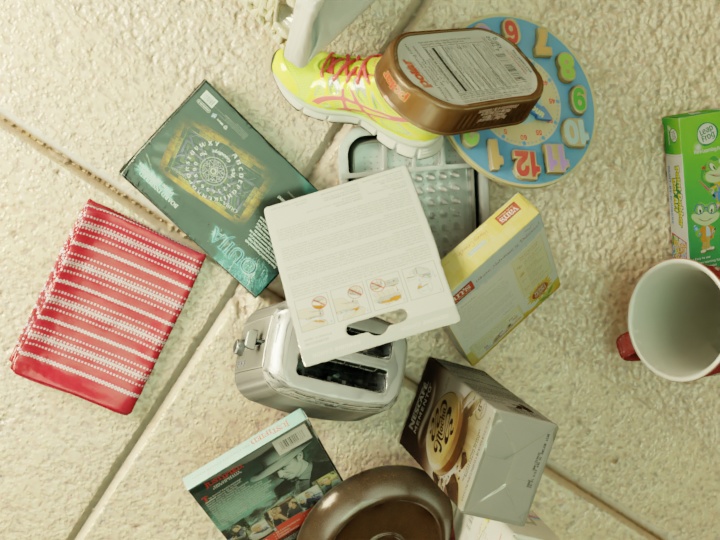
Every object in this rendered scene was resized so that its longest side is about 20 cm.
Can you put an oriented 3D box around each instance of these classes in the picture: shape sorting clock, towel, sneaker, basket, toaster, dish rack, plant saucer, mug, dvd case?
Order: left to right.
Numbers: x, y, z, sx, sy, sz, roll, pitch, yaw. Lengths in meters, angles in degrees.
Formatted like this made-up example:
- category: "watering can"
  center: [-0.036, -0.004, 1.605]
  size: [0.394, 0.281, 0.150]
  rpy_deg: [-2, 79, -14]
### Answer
- category: "towel"
  center: [-0.270, 0.044, 1.121]
  size: [0.144, 0.022, 0.201]
  rpy_deg: [26, 93, -17]
- category: "dvd case"
  center: [-0.092, 0.247, 1.149]
  size: [0.145, 0.022, 0.201]
  rpy_deg: [-30, 137, -6]
- category: "toaster"
  center: [-0.033, 0.099, 1.118]
  size: [0.198, 0.129, 0.115]
  rpy_deg: [15, 76, -14]
- category: "basket"
  center: [-0.029, -0.324, 1.027]
  size: [0.123, 0.136, 0.200]
  rpy_deg: [44, 73, 4]
- category: "sneaker"
  center: [0.004, -0.195, 1.082]
  size: [0.199, 0.091, 0.079]
  rpy_deg: [22, 54, 2]
- category: "plant saucer"
  center: [0.022, 0.317, 1.206]
  size: [0.198, 0.032, 0.202]
  rpy_deg: [-9, 117, -18]
- category: "dish rack"
  center: [0.058, -0.065, 1.166]
  size: [0.170, 0.044, 0.202]
  rpy_deg: [-6, 101, -13]
- category: "shape sorting clock"
  center: [0.172, -0.187, 1.143]
  size: [0.198, 0.039, 0.202]
  rpy_deg: [4, 80, -20]
- category: "mug"
  center: [0.408, 0.054, 1.217]
  size: [0.199, 0.177, 0.135]
  rpy_deg: [2, 96, -38]

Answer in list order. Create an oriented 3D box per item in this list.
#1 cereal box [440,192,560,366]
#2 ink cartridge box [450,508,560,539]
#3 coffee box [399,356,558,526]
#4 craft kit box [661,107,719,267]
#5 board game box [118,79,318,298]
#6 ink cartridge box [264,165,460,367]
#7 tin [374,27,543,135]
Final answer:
- category: "cereal box"
  center: [0.144, 0.015, 1.137]
  size: [0.144, 0.040, 0.200]
  rpy_deg: [-41, 151, -4]
- category: "ink cartridge box"
  center: [0.163, 0.331, 1.180]
  size: [0.067, 0.200, 0.117]
  rpy_deg: [14, 97, -15]
- category: "coffee box"
  center: [0.123, 0.180, 1.144]
  size: [0.079, 0.200, 0.114]
  rpy_deg: [16, 95, -18]
- category: "craft kit box"
  center: [0.466, -0.101, 1.255]
  size: [0.198, 0.049, 0.199]
  rpy_deg: [-11, 100, -11]
- category: "board game box"
  center: [-0.140, -0.085, 1.124]
  size: [0.135, 0.028, 0.200]
  rpy_deg: [-46, 107, -1]
- category: "ink cartridge box"
  center: [0.000, 0.000, 1.054]
  size: [0.159, 0.201, 0.047]
  rpy_deg: [-16, 146, -1]
- category: "tin"
  center: [0.102, -0.193, 1.047]
  size: [0.199, 0.112, 0.042]
  rpy_deg: [-16, 148, -40]
